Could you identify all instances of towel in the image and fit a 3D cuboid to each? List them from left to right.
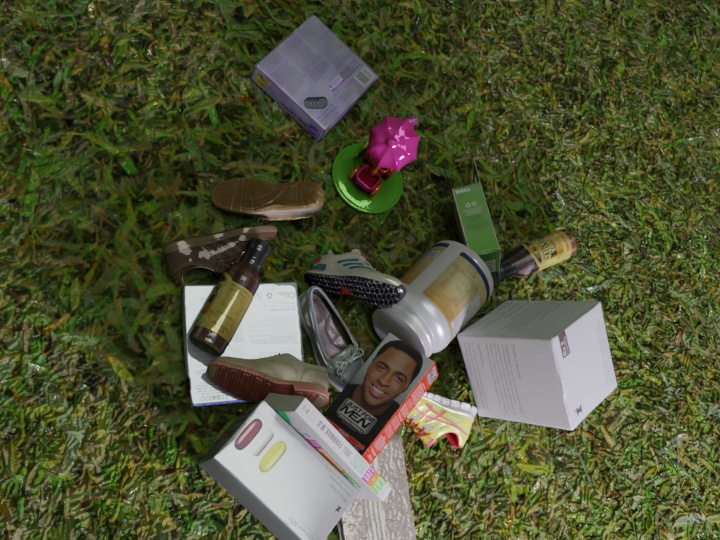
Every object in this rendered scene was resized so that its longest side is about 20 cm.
[{"bbox_3d":[0.021,0.376,1.177,0.132,0.034,0.202,1,70,-22],"label":"towel"}]

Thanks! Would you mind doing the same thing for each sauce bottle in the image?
[{"bbox_3d":[-0.205,0.038,1.143,0.064,0.065,0.201,30,63,-9],"label":"sauce bottle"},{"bbox_3d":[0.347,-0.026,1.429,0.199,0.066,0.066,-23,81,-25],"label":"sauce bottle"}]

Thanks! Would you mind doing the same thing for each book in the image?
[{"bbox_3d":[-0.053,0.264,1.067,0.200,0.133,0.048,49,63,-16],"label":"book"}]

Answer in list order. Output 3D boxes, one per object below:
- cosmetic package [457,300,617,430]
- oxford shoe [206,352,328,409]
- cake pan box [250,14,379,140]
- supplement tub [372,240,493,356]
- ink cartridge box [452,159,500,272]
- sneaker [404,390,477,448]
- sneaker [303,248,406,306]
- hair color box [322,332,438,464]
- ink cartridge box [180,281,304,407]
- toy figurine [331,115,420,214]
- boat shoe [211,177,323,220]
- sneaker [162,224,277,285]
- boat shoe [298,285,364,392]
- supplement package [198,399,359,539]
[{"bbox_3d":[0.309,0.156,1.235,0.164,0.199,0.166,-27,107,-40],"label":"cosmetic package"},{"bbox_3d":[-0.146,0.167,1.132,0.199,0.071,0.074,18,43,-15],"label":"oxford shoe"},{"bbox_3d":[-0.085,-0.384,1.392,0.184,0.052,0.200,42,63,-6],"label":"cake pan box"},{"bbox_3d":[0.129,0.056,1.269,0.145,0.144,0.200,48,62,0],"label":"supplement tub"},{"bbox_3d":[0.217,-0.100,1.367,0.059,0.104,0.201,-13,65,5],"label":"ink cartridge box"},{"bbox_3d":[0.110,0.258,1.231,0.199,0.078,0.091,17,73,-13],"label":"sneaker"},{"bbox_3d":[0.000,0.000,1.230,0.094,0.199,0.071,-58,139,-33],"label":"sneaker"},{"bbox_3d":[0.029,0.212,1.159,0.101,0.061,0.200,30,69,27],"label":"hair color box"},{"bbox_3d":[-0.194,0.121,1.177,0.198,0.041,0.202,0,73,-21],"label":"ink cartridge box"},{"bbox_3d":[0.059,-0.226,1.318,0.150,0.184,0.200,41,62,-4],"label":"toy figurine"},{"bbox_3d":[-0.163,-0.118,1.257,0.198,0.069,0.074,3,66,2],"label":"boat shoe"},{"bbox_3d":[-0.235,-0.029,1.210,0.199,0.070,0.076,-13,96,-22],"label":"sneaker"},{"bbox_3d":[-0.046,0.122,1.220,0.074,0.065,0.203,-24,85,-26],"label":"boat shoe"},{"bbox_3d":[-0.128,0.314,1.070,0.200,0.156,0.111,43,63,-3],"label":"supplement package"}]
